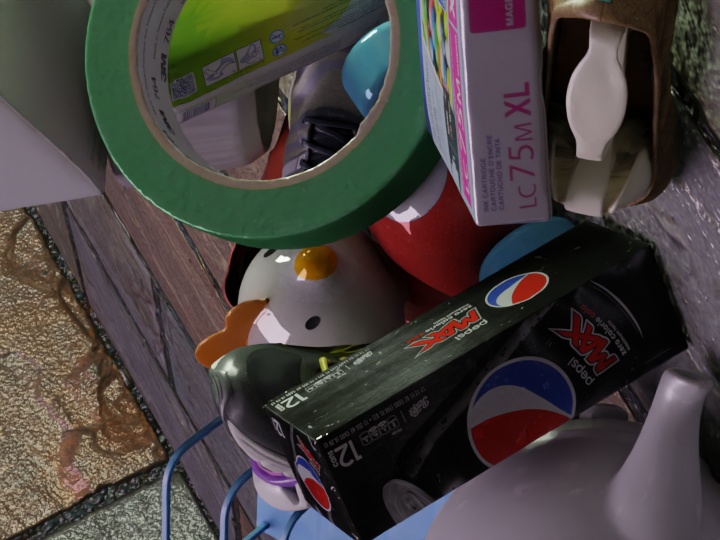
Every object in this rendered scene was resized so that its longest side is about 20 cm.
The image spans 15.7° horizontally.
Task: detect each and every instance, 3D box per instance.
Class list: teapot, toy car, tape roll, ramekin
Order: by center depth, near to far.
[{"bbox_3d":[0.121,0.142,1.367,0.197,0.200,0.146,39,-131,-52],"label":"teapot"},{"bbox_3d":[-0.044,-0.113,1.370,0.201,0.200,0.048,60,-169,15],"label":"tape roll"},{"bbox_3d":[0.000,0.000,1.433,0.184,0.200,0.177,56,167,27],"label":"toy car"},{"bbox_3d":[-0.104,-0.152,1.638,0.202,0.094,0.203,1,-90,-85],"label":"ramekin"}]

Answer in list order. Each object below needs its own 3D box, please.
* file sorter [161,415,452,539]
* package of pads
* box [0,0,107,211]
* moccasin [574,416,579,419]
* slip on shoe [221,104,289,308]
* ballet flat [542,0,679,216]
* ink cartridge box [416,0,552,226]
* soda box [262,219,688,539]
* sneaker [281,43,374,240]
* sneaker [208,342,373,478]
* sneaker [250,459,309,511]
[{"bbox_3d":[-0.015,0.179,1.657,0.200,0.123,0.139,25,132,27],"label":"file sorter"},{"bbox_3d":[-0.087,-0.194,1.494,0.200,0.154,0.068,58,167,25],"label":"package of pads"},{"bbox_3d":[-0.263,-0.162,1.592,0.200,0.171,0.199,47,-139,-54],"label":"box"},{"bbox_3d":[0.107,0.122,1.561,0.201,0.074,0.078,45,167,49],"label":"moccasin"},{"bbox_3d":[-0.035,-0.049,1.637,0.074,0.061,0.200,32,123,8],"label":"slip on shoe"},{"bbox_3d":[0.105,-0.070,1.125,0.200,0.068,0.072,89,-166,-56],"label":"ballet flat"},{"bbox_3d":[0.052,-0.105,1.196,0.200,0.042,0.120,-102,7,-72],"label":"ink cartridge box"},{"bbox_3d":[0.058,0.053,1.291,0.071,0.200,0.063,28,144,63],"label":"soda box"},{"bbox_3d":[-0.017,-0.046,1.564,0.081,0.074,0.200,-72,-13,-71],"label":"sneaker"},{"bbox_3d":[0.011,0.059,1.352,0.085,0.200,0.075,-42,56,36],"label":"sneaker"},{"bbox_3d":[0.009,0.073,1.549,0.089,0.200,0.081,54,-158,-39],"label":"sneaker"}]
